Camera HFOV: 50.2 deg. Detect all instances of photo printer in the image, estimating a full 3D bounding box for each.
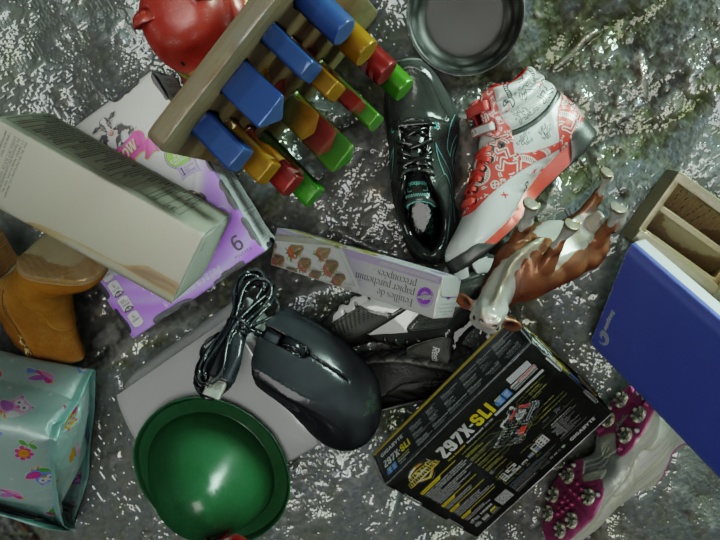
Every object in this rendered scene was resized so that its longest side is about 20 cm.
[{"bbox_3d":[-0.148,0.144,0.791,0.198,0.070,0.168,-32,97,22],"label":"photo printer"}]

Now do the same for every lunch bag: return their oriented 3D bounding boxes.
[{"bbox_3d":[-0.373,0.189,0.802,0.167,0.123,0.203,14,124,-3],"label":"lunch bag"}]

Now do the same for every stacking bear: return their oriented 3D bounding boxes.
[{"bbox_3d":[-0.133,-0.211,0.673,0.119,0.200,0.116,-13,100,6],"label":"stacking bear"}]

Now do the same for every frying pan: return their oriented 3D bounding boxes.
[{"bbox_3d":[0.064,-0.248,0.741,0.186,0.031,0.118,3,101,6],"label":"frying pan"}]

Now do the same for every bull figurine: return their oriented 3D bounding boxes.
[{"bbox_3d":[0.172,-0.016,0.709,0.065,0.198,0.122,45,139,22],"label":"bull figurine"}]

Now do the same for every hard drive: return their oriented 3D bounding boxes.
[{"bbox_3d":[0.299,0.085,0.696,0.025,0.201,0.134,-15,135,-24],"label":"hard drive"}]

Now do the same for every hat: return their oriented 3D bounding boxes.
[{"bbox_3d":[-0.159,0.225,0.686,0.199,0.176,0.167,-35,99,23],"label":"hat"}]

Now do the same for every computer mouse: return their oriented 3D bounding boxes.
[{"bbox_3d":[-0.048,0.097,0.721,0.199,0.140,0.052,37,143,-21],"label":"computer mouse"}]

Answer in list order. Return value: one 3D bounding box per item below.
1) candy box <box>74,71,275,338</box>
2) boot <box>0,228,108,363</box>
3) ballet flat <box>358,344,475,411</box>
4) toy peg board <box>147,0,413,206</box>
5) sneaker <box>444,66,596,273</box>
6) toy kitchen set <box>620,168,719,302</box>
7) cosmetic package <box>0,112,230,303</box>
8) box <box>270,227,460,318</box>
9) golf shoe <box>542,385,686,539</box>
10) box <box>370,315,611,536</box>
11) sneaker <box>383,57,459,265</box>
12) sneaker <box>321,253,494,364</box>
[{"bbox_3d":[-0.209,-0.065,0.769,0.166,0.072,0.202,-32,97,9],"label":"candy box"},{"bbox_3d":[-0.298,0.033,0.759,0.198,0.071,0.146,9,131,29],"label":"boot"},{"bbox_3d":[0.031,0.116,0.797,0.196,0.057,0.068,-15,100,7],"label":"ballet flat"},{"bbox_3d":[-0.048,-0.150,0.667,0.098,0.199,0.201,43,101,8],"label":"toy peg board"},{"bbox_3d":[0.124,-0.101,0.734,0.108,0.067,0.201,45,82,-5],"label":"sneaker"},{"bbox_3d":[0.331,0.034,0.692,0.179,0.200,0.165,34,100,-4],"label":"toy kitchen set"},{"bbox_3d":[-0.225,-0.059,0.684,0.198,0.105,0.072,30,103,-1],"label":"cosmetic package"},{"bbox_3d":[0.000,0.000,0.737,0.197,0.041,0.040,17,99,34],"label":"box"},{"bbox_3d":[0.267,0.218,0.798,0.090,0.076,0.202,23,110,-20],"label":"golf shoe"},{"bbox_3d":[0.133,0.163,0.770,0.159,0.050,0.200,37,103,-32],"label":"box"},{"bbox_3d":[0.063,-0.103,0.743,0.074,0.079,0.204,-8,98,11],"label":"sneaker"},{"bbox_3d":[0.054,0.055,0.767,0.196,0.067,0.092,-19,67,5],"label":"sneaker"}]
